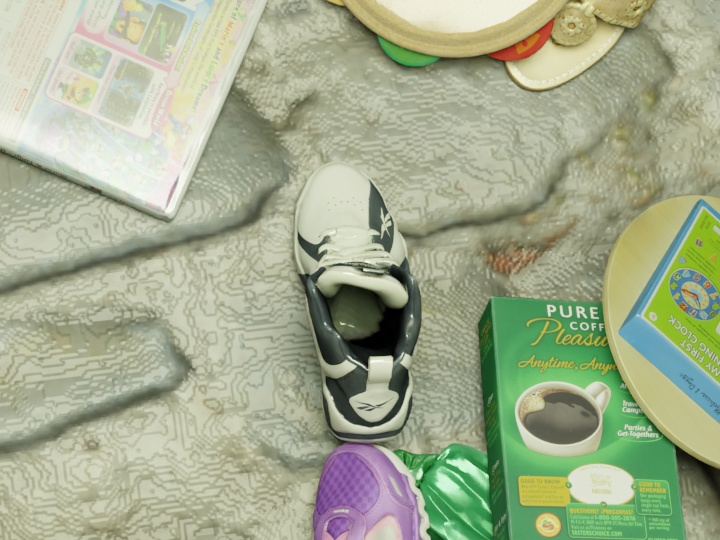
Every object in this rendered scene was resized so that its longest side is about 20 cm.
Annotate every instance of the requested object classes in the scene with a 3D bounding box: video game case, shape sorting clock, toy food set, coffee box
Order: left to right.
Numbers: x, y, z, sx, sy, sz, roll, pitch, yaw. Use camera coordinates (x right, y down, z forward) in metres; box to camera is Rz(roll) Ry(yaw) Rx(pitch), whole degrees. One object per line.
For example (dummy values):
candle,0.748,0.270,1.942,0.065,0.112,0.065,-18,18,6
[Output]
video game case,-0.172,-0.158,1.630,0.182,0.024,0.200,23,78,-4
toy food set,0.064,-0.237,1.636,0.198,0.049,0.200,37,96,1
coffee box,0.145,0.114,1.589,0.123,0.044,0.200,2,61,-11
shape sorting clock,0.247,0.043,1.625,0.200,0.039,0.200,16,58,-26

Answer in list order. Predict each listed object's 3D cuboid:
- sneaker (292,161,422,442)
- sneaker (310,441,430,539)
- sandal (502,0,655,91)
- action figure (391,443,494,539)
sneaker,0.000,0.000,1.561,0.079,0.130,0.199,2,65,-6
sneaker,-0.011,0.208,1.553,0.080,0.088,0.200,-2,78,34
sandal,0.182,-0.213,1.665,0.212,0.070,0.078,-42,89,-12
action figure,0.101,0.179,1.602,0.200,0.055,0.118,36,80,1
